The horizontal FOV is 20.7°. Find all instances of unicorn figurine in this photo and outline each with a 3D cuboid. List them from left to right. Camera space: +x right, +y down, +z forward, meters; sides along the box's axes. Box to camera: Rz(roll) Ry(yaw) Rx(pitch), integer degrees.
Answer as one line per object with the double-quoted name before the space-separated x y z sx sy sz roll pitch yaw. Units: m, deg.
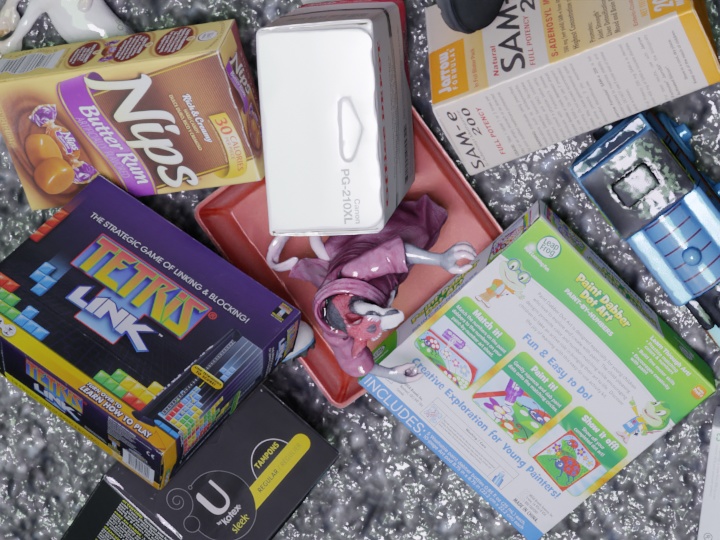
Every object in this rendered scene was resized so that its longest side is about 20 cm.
"unicorn figurine" -0.233 -0.202 1.561 0.137 0.074 0.200 -37 112 21

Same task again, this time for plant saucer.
"plant saucer" 0.002 -0.026 1.557 0.199 0.037 0.200 -36 91 18

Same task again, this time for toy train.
"toy train" 0.237 -0.033 1.458 0.087 0.114 0.200 -36 92 18

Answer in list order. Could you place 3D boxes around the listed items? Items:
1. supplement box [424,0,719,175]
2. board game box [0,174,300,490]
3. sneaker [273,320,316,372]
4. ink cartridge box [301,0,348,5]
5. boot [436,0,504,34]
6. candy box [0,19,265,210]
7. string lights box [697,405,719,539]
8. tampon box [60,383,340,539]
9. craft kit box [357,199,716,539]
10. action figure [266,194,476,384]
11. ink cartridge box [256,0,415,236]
"supplement box" 0.152 -0.166 1.436 0.199 0.126 0.074 -21 131 16
"board game box" -0.171 0.042 1.459 0.199 0.165 0.057 33 146 15
"sneaker" -0.126 0.037 1.562 0.199 0.072 0.073 10 123 30
"ink cartridge box" 0.001 -0.283 1.435 0.162 0.200 0.057 -14 55 16
"boot" 0.152 -0.230 1.352 0.199 0.066 0.166 16 110 32
"candy box" -0.177 -0.119 1.518 0.199 0.057 0.117 -7 122 17
"string lights box" 0.362 0.173 1.504 0.199 0.059 0.103 8 105 11
"tampon box" -0.133 0.186 1.533 0.126 0.150 0.200 41 146 1
"craft kit box" 0.135 0.081 1.524 0.200 0.049 0.197 44 111 -13
"action figure" 0.000 0.000 1.438 0.148 0.200 0.135 25 112 1
"ink cartridge box" -0.014 -0.114 1.415 0.084 0.200 0.146 -2 102 8
